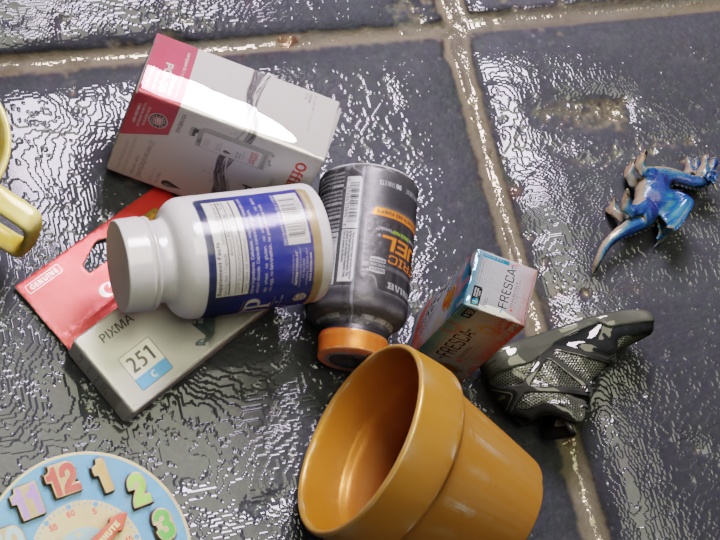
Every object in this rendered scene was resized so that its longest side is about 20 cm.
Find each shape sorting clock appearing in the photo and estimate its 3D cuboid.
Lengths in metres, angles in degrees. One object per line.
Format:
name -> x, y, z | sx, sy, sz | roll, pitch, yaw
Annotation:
shape sorting clock -> -0.254, 0.268, 1.566 | 0.200, 0.039, 0.200 | 6, 68, -16

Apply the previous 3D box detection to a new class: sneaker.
sneaker -> 0.233, 0.111, 1.768 | 0.199, 0.076, 0.114 | -19, 79, -20

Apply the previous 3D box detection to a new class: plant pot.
plant pot -> 0.070, 0.200, 1.626 | 0.183, 0.200, 0.200 | 30, 63, -22

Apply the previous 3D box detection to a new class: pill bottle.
pill bottle -> -0.138, -0.016, 1.619 | 0.200, 0.120, 0.120 | -7, 73, -21
pill bottle -> 0.000, 0.000, 1.715 | 0.106, 0.106, 0.200 | 11, 67, -14

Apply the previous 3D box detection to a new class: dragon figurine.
dragon figurine -> 0.334, -0.067, 1.876 | 0.099, 0.059, 0.200 | 30, 62, -5

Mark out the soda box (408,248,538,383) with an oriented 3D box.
soda box -> 0.107, 0.049, 1.678 | 0.068, 0.200, 0.064 | 20, 65, -9

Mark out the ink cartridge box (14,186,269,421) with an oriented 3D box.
ink cartridge box -> -0.211, 0.022, 1.671 | 0.200, 0.045, 0.176 | -39, 87, -27

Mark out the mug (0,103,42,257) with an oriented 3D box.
mug -> -0.406, -0.081, 1.585 | 0.149, 0.153, 0.187 | -22, 79, -25

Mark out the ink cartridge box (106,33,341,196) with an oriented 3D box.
ink cartridge box -> -0.138, -0.136, 1.692 | 0.200, 0.147, 0.083 | 20, 55, -10
